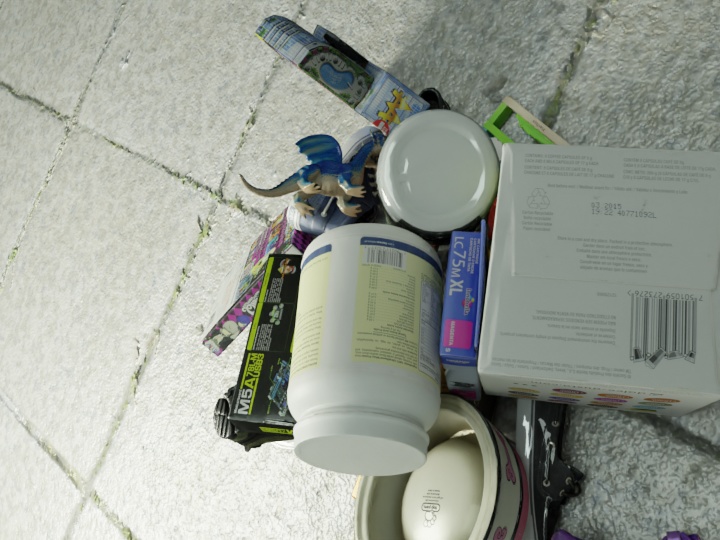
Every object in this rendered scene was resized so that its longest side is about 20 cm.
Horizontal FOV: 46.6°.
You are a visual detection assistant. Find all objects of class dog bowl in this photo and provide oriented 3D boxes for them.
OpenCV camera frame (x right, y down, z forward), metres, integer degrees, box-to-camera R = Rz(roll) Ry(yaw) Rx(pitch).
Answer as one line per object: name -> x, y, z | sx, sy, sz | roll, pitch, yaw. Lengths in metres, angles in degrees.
dog bowl -> 0.083, 0.230, 0.832 | 0.199, 0.073, 0.203 | -34, 42, 36

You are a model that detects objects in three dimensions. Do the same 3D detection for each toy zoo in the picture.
toy zoo -> 0.156, -0.094, 1.003 | 0.201, 0.020, 0.131 | -52, 52, 13

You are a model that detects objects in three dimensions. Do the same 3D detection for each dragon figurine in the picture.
dragon figurine -> -0.049, -0.119, 0.987 | 0.059, 0.195, 0.101 | 102, 161, -50

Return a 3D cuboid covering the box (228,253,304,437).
box -> -0.029, 0.081, 0.903 | 0.189, 0.048, 0.204 | 1, 62, 18

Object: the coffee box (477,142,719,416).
coffee box -> 0.218, 0.017, 0.772 | 0.195, 0.198, 0.205 | 5, 77, 11

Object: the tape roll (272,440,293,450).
tape roll -> -0.058, 0.128, 1.063 | 0.199, 0.070, 0.207 | -12, 69, 34

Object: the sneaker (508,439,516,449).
sneaker -> 0.137, 0.280, 0.878 | 0.079, 0.070, 0.204 | 19, 81, 13

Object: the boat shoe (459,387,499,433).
boat shoe -> 0.149, 0.087, 0.918 | 0.071, 0.072, 0.205 | 0, 76, 35

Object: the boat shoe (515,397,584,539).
boat shoe -> 0.195, 0.202, 0.855 | 0.065, 0.070, 0.204 | -3, 69, 20

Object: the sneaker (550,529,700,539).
sneaker -> 0.272, 0.276, 0.766 | 0.197, 0.080, 0.090 | 17, 79, 34

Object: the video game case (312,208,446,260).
video game case -> 0.000, 0.000, 1.020 | 0.197, 0.023, 0.184 | 11, 58, 38

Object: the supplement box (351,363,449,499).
supplement box -> 0.062, 0.182, 0.958 | 0.066, 0.068, 0.204 | 18, 89, 42

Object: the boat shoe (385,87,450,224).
boat shoe -> 0.071, -0.138, 1.019 | 0.073, 0.066, 0.202 | 13, 64, 20

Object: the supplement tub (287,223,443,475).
supplement tub -> 0.006, 0.076, 0.785 | 0.143, 0.145, 0.204 | -15, 56, 32

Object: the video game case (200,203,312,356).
video game case -> -0.131, -0.001, 1.112 | 0.181, 0.036, 0.201 | -46, 16, 17

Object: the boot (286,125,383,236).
boot -> -0.002, -0.104, 1.064 | 0.089, 0.074, 0.201 | 26, 55, 21

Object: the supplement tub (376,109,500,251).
supplement tub -> 0.080, -0.086, 0.880 | 0.120, 0.200, 0.126 | 0, 87, 3

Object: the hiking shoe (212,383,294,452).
hiking shoe -> -0.069, 0.144, 0.968 | 0.197, 0.101, 0.077 | -25, 56, 6

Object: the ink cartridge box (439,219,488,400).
ink cartridge box -> 0.103, 0.044, 0.805 | 0.041, 0.201, 0.122 | 5, 70, 9

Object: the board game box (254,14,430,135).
board game box -> -0.010, -0.238, 1.036 | 0.062, 0.198, 0.200 | -54, 39, 8
